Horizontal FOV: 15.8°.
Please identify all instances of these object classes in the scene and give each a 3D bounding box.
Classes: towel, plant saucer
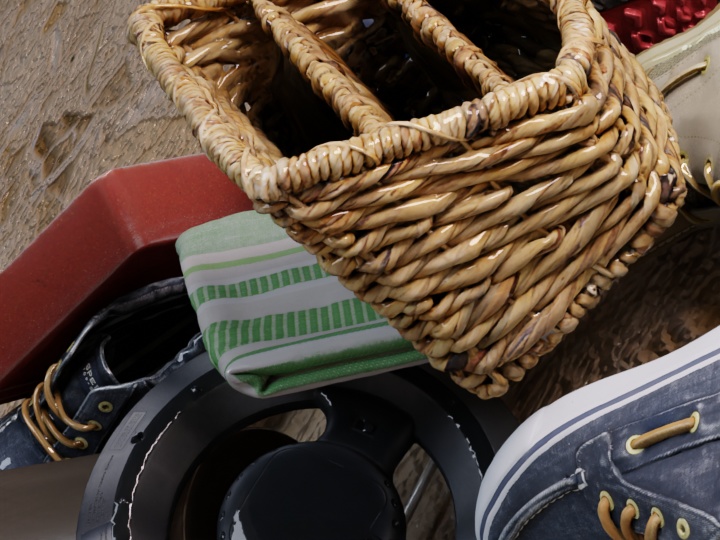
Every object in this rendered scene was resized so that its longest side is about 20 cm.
[{"bbox_3d":[0.000,0.000,1.144,0.152,0.023,0.200,-14,21,-4],"label":"towel"},{"bbox_3d":[-0.118,0.006,1.357,0.200,0.200,0.037,-41,73,33],"label":"plant saucer"}]

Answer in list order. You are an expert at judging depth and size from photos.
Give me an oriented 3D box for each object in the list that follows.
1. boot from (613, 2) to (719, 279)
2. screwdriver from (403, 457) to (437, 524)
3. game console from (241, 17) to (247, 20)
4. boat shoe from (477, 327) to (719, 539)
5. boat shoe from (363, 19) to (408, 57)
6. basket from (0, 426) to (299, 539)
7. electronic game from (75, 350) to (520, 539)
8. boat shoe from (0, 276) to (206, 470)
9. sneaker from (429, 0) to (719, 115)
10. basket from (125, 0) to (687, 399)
[{"bbox_3d":[0.146,-0.030,1.014,0.200,0.072,0.155,-41,29,26],"label":"boot"},{"bbox_3d":[0.036,0.078,1.148,0.200,0.028,0.029,-62,-1,-9],"label":"screwdriver"},{"bbox_3d":[0.036,-0.198,1.308,0.200,0.171,0.118,-42,60,25],"label":"game console"},{"bbox_3d":[0.116,0.084,0.949,0.200,0.071,0.091,-36,32,35],"label":"boat shoe"},{"bbox_3d":[-0.014,-0.080,1.245,0.084,0.069,0.200,-56,-9,-28],"label":"boat shoe"},{"bbox_3d":[-0.111,0.147,1.210,0.200,0.180,0.136,-19,58,40],"label":"basket"},{"bbox_3d":[-0.020,0.110,1.086,0.042,0.200,0.200,81,-163,-58],"label":"electronic game"},{"bbox_3d":[-0.145,0.071,1.323,0.200,0.091,0.071,-36,69,0],"label":"boat shoe"},{"bbox_3d":[0.096,-0.122,1.184,0.200,0.079,0.096,-21,46,51],"label":"sneaker"},{"bbox_3d":[0.021,-0.073,1.017,0.143,0.149,0.200,-46,29,6],"label":"basket"}]
